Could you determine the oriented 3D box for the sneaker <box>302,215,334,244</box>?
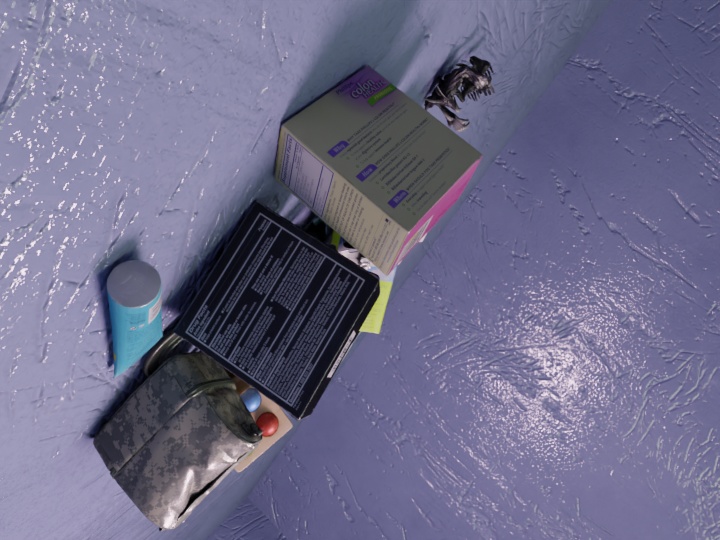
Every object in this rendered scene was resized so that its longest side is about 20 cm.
[{"bbox_3d":[-0.054,-0.064,0.962,0.200,0.077,0.087,-48,162,-37],"label":"sneaker"}]

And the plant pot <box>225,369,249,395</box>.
[{"bbox_3d":[-0.228,0.185,0.979,0.197,0.028,0.201,-34,-167,9],"label":"plant pot"}]

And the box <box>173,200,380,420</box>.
[{"bbox_3d":[-0.102,0.054,0.738,0.203,0.195,0.123,-57,173,-8],"label":"box"}]

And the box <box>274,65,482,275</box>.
[{"bbox_3d":[0.021,-0.132,0.700,0.176,0.199,0.097,-44,169,-32],"label":"box"}]

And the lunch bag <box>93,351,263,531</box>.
[{"bbox_3d":[-0.254,0.244,0.791,0.199,0.168,0.139,-43,165,2],"label":"lunch bag"}]

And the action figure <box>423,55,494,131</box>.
[{"bbox_3d":[0.198,-0.341,1.056,0.200,0.102,0.119,-44,179,-45],"label":"action figure"}]

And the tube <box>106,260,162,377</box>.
[{"bbox_3d":[-0.249,0.061,0.614,0.077,0.050,0.201,-39,169,-34],"label":"tube"}]

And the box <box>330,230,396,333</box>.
[{"bbox_3d":[0.000,0.000,0.934,0.048,0.119,0.206,-139,-120,-62],"label":"box"}]

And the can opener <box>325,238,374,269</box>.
[{"bbox_3d":[-0.054,-0.030,0.863,0.053,0.193,0.068,103,-17,-64],"label":"can opener"}]

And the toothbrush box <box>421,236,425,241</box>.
[{"bbox_3d":[0.074,-0.139,1.042,0.142,0.087,0.202,-4,150,-15],"label":"toothbrush box"}]

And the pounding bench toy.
[{"bbox_3d":[-0.244,0.286,1.010,0.199,0.126,0.156,-38,-167,-10],"label":"pounding bench toy"}]

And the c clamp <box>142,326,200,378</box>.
[{"bbox_3d":[-0.246,0.104,0.815,0.171,0.027,0.201,-46,168,-32],"label":"c clamp"}]

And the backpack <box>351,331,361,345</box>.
[{"bbox_3d":[-0.070,0.070,1.038,0.201,0.150,0.178,-48,130,-3],"label":"backpack"}]
